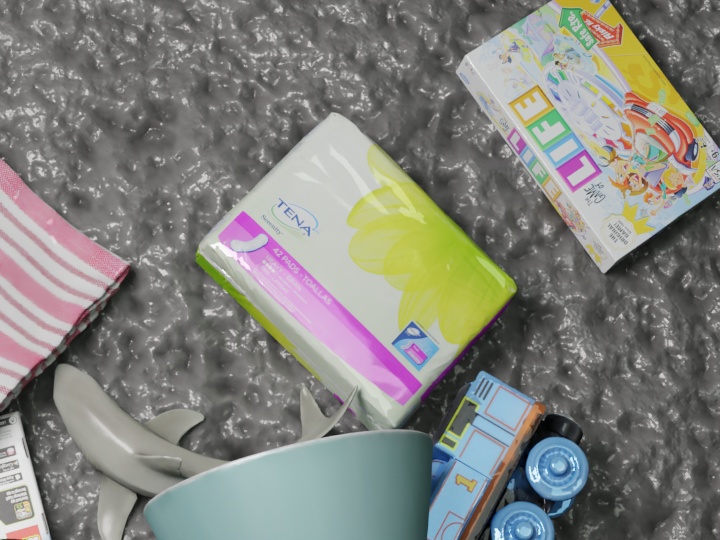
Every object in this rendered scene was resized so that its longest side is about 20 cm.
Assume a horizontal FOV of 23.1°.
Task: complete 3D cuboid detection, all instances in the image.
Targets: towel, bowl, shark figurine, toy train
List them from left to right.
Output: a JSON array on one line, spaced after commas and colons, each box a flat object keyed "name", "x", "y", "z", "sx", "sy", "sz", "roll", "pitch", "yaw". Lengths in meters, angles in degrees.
[{"name": "towel", "x": -0.268, "y": 0.013, "z": 1.228, "sx": 0.146, "sy": 0.030, "sz": 0.200, "roll": 38, "pitch": 47, "yaw": 1}, {"name": "shark figurine", "x": -0.111, "y": 0.130, "z": 1.231, "sx": 0.212, "sy": 0.090, "sz": 0.130, "roll": 4, "pitch": 73, "yaw": -8}, {"name": "bowl", "x": -0.035, "y": 0.185, "z": 1.165, "sx": 0.198, "sy": 0.201, "sz": 0.106, "roll": -11, "pitch": 73, "yaw": -15}, {"name": "toy train", "x": 0.083, "y": 0.177, "z": 1.260, "sx": 0.113, "sy": 0.087, "sz": 0.201, "roll": 29, "pitch": 71, "yaw": 8}]

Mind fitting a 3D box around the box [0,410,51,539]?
[{"name": "box", "x": -0.316, "y": 0.175, "z": 1.199, "sx": 0.198, "sy": 0.035, "sz": 0.111, "roll": -14, "pitch": 76, "yaw": -16}]

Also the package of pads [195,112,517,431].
[{"name": "package of pads", "x": 0.000, "y": 0.000, "z": 1.304, "sx": 0.200, "sy": 0.068, "sz": 0.155, "roll": 43, "pitch": 70, "yaw": 3}]

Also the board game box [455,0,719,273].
[{"name": "board game box", "x": 0.187, "y": -0.117, "z": 1.399, "sx": 0.134, "sy": 0.034, "sz": 0.201, "roll": -33, "pitch": 82, "yaw": -19}]

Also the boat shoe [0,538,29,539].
[{"name": "boat shoe", "x": -0.175, "y": 0.234, "z": 1.198, "sx": 0.198, "sy": 0.077, "sz": 0.072, "roll": 16, "pitch": 27, "yaw": -22}]
